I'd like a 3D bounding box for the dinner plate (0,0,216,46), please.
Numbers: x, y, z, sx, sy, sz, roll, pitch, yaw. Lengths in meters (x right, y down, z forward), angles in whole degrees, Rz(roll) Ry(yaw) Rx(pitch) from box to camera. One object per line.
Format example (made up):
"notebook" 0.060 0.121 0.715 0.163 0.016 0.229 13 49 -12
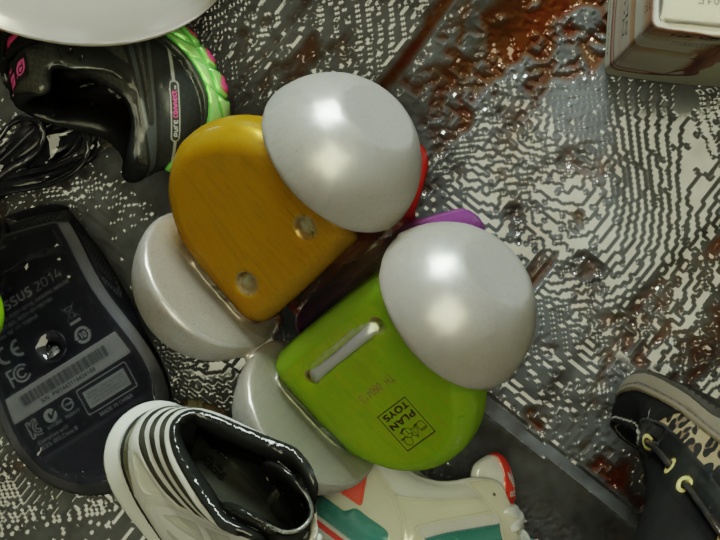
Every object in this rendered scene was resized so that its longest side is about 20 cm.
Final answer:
"dinner plate" -0.151 -0.193 0.898 0.200 0.024 0.201 12 54 -17

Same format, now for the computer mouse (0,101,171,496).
"computer mouse" -0.157 0.024 0.952 0.138 0.053 0.200 -27 78 3

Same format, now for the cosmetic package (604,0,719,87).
"cosmetic package" 0.172 -0.147 0.866 0.087 0.200 0.104 5 89 2

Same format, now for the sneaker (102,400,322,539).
"sneaker" -0.040 0.146 0.851 0.076 0.115 0.201 -41 99 -20

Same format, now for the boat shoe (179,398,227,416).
"boat shoe" -0.060 0.162 0.943 0.064 0.071 0.201 -8 96 -8

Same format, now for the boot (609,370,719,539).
"boot" 0.143 0.135 0.866 0.073 0.200 0.151 34 88 -21

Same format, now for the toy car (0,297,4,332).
"toy car" -0.292 0.002 0.908 0.164 0.158 0.200 -48 58 40

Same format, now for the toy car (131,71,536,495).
"toy car" 0.000 0.000 0.902 0.175 0.150 0.200 -41 85 36

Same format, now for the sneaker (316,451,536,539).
"sneaker" 0.070 0.145 0.927 0.199 0.070 0.094 29 81 13

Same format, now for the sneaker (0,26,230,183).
"sneaker" -0.154 -0.124 0.917 0.200 0.077 0.084 42 61 11
